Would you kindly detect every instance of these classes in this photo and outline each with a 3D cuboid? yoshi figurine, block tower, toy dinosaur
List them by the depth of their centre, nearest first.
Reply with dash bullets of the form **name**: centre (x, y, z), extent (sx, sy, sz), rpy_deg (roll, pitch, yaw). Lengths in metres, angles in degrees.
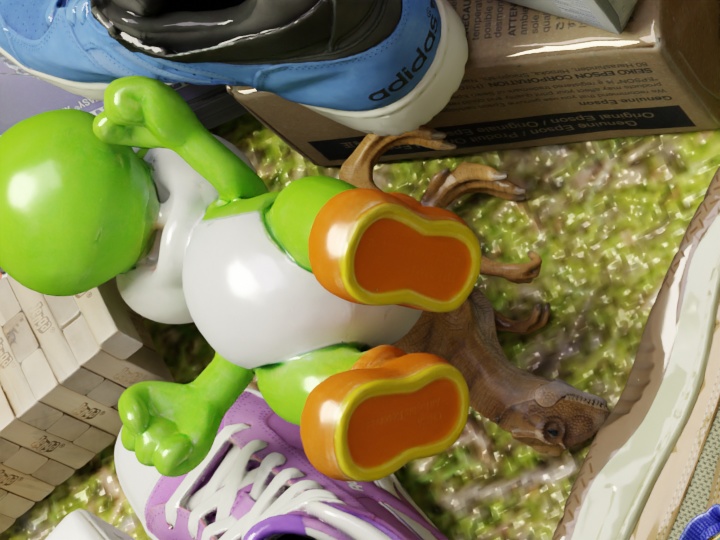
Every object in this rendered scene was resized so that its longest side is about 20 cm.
- **yoshi figurine**: centre (-0.057, -0.003, 0.797), extent (0.112, 0.112, 0.200), rpy_deg (-48, 38, -14)
- **toy dinosaur**: centre (0.000, 0.000, 0.867), extent (0.199, 0.060, 0.107), rpy_deg (22, 81, 33)
- **block tower**: centre (-0.158, 0.071, 0.910), extent (0.200, 0.058, 0.054), rpy_deg (-39, 59, 12)

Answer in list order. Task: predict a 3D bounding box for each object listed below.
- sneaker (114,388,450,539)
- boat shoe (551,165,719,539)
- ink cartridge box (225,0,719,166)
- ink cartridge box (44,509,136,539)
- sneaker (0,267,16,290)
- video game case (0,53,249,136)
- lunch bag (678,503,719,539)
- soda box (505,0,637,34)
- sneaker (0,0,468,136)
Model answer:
- **sneaker**: centre (-0.024, 0.082, 0.810), extent (0.200, 0.114, 0.073), rpy_deg (30, 85, 35)
- **boat shoe**: centre (0.127, 0.035, 0.791), extent (0.076, 0.072, 0.201), rpy_deg (22, 83, 15)
- **ink cartridge box**: centre (0.050, -0.146, 0.898), extent (0.164, 0.075, 0.201), rpy_deg (-4, 68, 27)
- **ink cartridge box**: centre (-0.069, 0.201, 0.796), extent (0.147, 0.083, 0.200), rpy_deg (-46, 56, 1)
- **sneaker**: centre (-0.190, -0.038, 0.951), extent (0.199, 0.077, 0.082), rpy_deg (7, 111, 29)
- **video game case**: centre (-0.131, -0.110, 0.967), extent (0.142, 0.019, 0.200), rpy_deg (-25, 54, -20)
- **lunch bag**: centre (0.132, 0.185, 0.662), extent (0.094, 0.151, 0.201), rpy_deg (-36, 57, 8)
- **soda box**: centre (0.010, -0.145, 0.835), extent (0.199, 0.063, 0.069), rpy_deg (20, 79, 32)
- **sneaker**: centre (-0.070, -0.101, 0.830), extent (0.199, 0.111, 0.077), rpy_deg (16, 78, 33)
